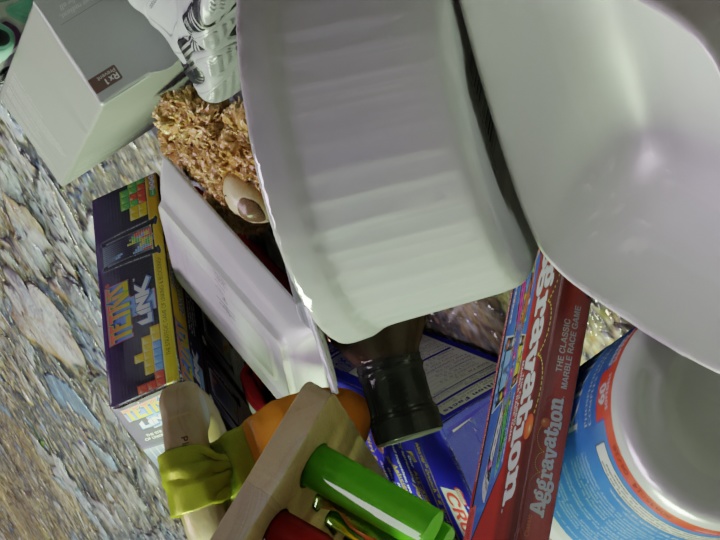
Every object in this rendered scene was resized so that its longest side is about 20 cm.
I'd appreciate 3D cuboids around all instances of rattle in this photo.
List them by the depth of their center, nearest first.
[{"bbox_3d":[-0.050,0.142,1.618,0.130,0.142,0.201,57,174,41],"label":"rattle"}]

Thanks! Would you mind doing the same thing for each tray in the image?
[{"bbox_3d":[-0.078,0.020,1.622,0.200,0.022,0.108,47,156,41],"label":"tray"}]

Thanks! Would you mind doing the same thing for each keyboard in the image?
[{"bbox_3d":[-0.030,0.016,1.464,0.200,0.011,0.057,-108,-5,-74],"label":"keyboard"}]

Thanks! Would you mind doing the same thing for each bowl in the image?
[{"bbox_3d":[0.137,-0.063,1.089,0.200,0.074,0.201,33,150,51],"label":"bowl"}]

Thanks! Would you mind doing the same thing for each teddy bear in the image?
[{"bbox_3d":[-0.077,-0.060,1.622,0.200,0.067,0.146,26,148,56],"label":"teddy bear"}]

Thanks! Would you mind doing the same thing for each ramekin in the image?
[{"bbox_3d":[0.019,-0.073,1.200,0.200,0.097,0.202,-11,-90,-77],"label":"ramekin"}]

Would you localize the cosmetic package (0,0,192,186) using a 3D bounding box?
[{"bbox_3d":[-0.164,-0.137,1.655,0.090,0.106,0.200,54,159,5],"label":"cosmetic package"}]

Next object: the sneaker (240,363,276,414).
[{"bbox_3d":[-0.028,0.108,1.742,0.200,0.078,0.116,14,-120,-86],"label":"sneaker"}]

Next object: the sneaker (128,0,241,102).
[{"bbox_3d":[-0.098,-0.182,1.468,0.115,0.075,0.200,50,163,12],"label":"sneaker"}]

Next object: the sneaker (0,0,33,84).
[{"bbox_3d":[-0.265,-0.149,1.704,0.078,0.200,0.140,49,143,5],"label":"sneaker"}]

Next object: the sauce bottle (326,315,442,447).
[{"bbox_3d":[0.000,0.000,1.449,0.065,0.064,0.202,145,112,-71],"label":"sauce bottle"}]

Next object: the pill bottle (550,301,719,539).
[{"bbox_3d":[0.146,0.087,1.242,0.113,0.112,0.200,55,160,5],"label":"pill bottle"}]

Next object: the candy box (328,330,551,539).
[{"bbox_3d":[0.059,0.129,1.573,0.200,0.077,0.170,21,137,61],"label":"candy box"}]

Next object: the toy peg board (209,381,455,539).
[{"bbox_3d":[-0.022,0.197,1.437,0.097,0.200,0.200,27,167,20],"label":"toy peg board"}]

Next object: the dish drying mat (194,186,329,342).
[{"bbox_3d":[-0.063,0.013,1.731,0.200,0.018,0.077,44,165,50],"label":"dish drying mat"}]

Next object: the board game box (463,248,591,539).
[{"bbox_3d":[0.087,0.048,1.254,0.019,0.202,0.103,15,162,-10],"label":"board game box"}]

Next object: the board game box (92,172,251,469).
[{"bbox_3d":[-0.120,0.060,1.745,0.166,0.056,0.201,56,-163,-43],"label":"board game box"}]
